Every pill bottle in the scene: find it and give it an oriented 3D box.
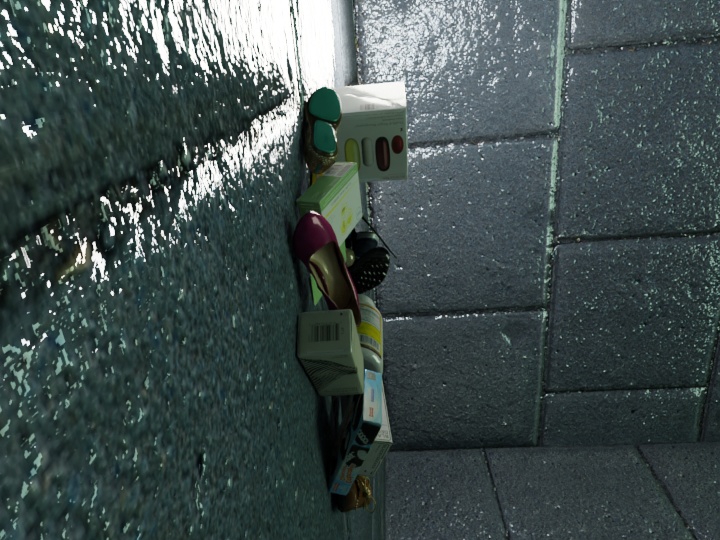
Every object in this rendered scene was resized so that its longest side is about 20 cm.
[{"bbox_3d":[-0.008,0.137,1.072,0.201,0.108,0.110,-87,172,-56],"label":"pill bottle"}]

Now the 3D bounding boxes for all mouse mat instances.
[{"bbox_3d":[-0.002,-0.119,1.089,0.200,0.008,0.161,50,4,-39],"label":"mouse mat"}]

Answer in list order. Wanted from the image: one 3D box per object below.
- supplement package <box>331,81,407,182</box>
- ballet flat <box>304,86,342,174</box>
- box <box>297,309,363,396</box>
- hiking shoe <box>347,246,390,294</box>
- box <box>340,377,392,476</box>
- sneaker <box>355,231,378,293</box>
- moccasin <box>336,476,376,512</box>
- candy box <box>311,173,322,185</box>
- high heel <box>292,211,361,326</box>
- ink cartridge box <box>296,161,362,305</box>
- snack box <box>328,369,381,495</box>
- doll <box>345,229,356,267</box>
[{"bbox_3d":[0.025,-0.351,1.356,0.148,0.189,0.201,-88,173,-46],"label":"supplement package"},{"bbox_3d":[-0.071,-0.242,0.916,0.065,0.070,0.201,122,-20,-45],"label":"ballet flat"},{"bbox_3d":[-0.041,0.133,0.816,0.201,0.081,0.069,77,10,-60],"label":"box"},{"bbox_3d":[0.000,0.000,1.155,0.200,0.075,0.101,-50,-154,41],"label":"hiking shoe"},{"bbox_3d":[0.007,0.299,1.082,0.201,0.060,0.117,-99,-155,-51],"label":"box"},{"bbox_3d":[-0.004,-0.011,1.258,0.200,0.069,0.110,128,-34,-63],"label":"sneaker"},{"bbox_3d":[-0.007,0.447,1.061,0.202,0.077,0.074,78,10,-66],"label":"moccasin"},{"bbox_3d":[-0.066,-0.125,1.023,0.201,0.026,0.103,81,11,-59],"label":"candy box"},{"bbox_3d":[-0.037,0.001,0.758,0.096,0.067,0.201,45,-14,31],"label":"high heel"},{"bbox_3d":[-0.042,-0.059,0.879,0.146,0.047,0.202,-56,146,-48],"label":"ink cartridge box"},{"bbox_3d":[-0.009,0.289,0.939,0.117,0.037,0.201,-87,-165,-57],"label":"snack box"},{"bbox_3d":[-0.032,-0.070,1.154,0.201,0.048,0.138,-98,-167,-56],"label":"doll"}]
